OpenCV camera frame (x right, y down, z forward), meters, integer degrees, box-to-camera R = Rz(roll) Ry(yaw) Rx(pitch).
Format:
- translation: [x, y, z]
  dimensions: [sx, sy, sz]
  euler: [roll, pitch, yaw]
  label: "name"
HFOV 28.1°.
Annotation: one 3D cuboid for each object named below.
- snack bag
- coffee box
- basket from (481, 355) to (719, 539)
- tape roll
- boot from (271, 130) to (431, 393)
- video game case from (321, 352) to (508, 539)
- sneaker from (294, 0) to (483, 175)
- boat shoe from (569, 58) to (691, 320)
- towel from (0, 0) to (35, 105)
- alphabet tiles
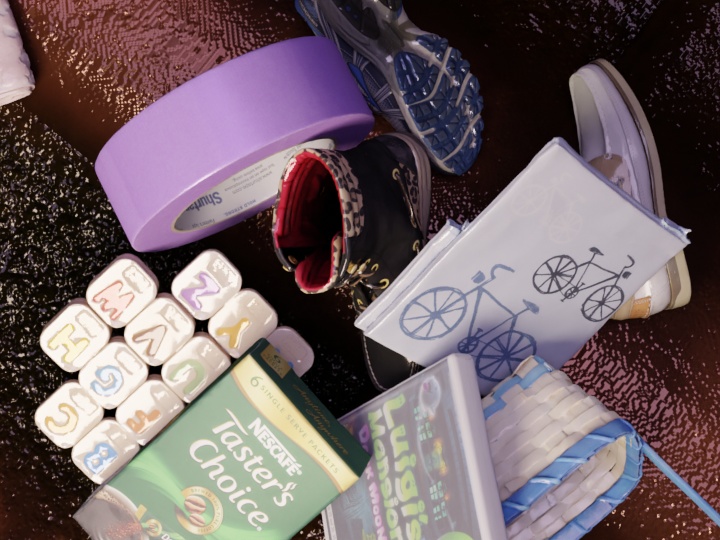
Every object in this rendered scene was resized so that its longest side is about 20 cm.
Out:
- translation: [0.120, 0.006, 1.029]
  dimensions: [0.200, 0.188, 0.022]
  euler: [-46, 44, 17]
  label: "snack bag"
- translation: [-0.103, 0.157, 1.046]
  dimensions: [0.200, 0.044, 0.123]
  euler: [-40, 92, 19]
  label: "coffee box"
- translation: [0.146, 0.176, 1.030]
  dimensions: [0.175, 0.140, 0.201]
  euler: [-34, 55, -4]
  label: "basket"
- translation: [-0.090, -0.089, 1.044]
  dimensions: [0.198, 0.200, 0.066]
  euler: [-29, 83, -4]
  label: "tape roll"
- translation: [0.000, 0.000, 1.044]
  dimensions: [0.072, 0.150, 0.203]
  euler: [4, 96, 27]
  label: "boot"
- translation: [0.034, 0.184, 1.011]
  dimensions: [0.023, 0.181, 0.203]
  euler: [7, 63, -36]
  label: "video game case"
- translation: [0.021, -0.159, 1.124]
  dimensions: [0.077, 0.085, 0.201]
  euler: [-43, 106, -30]
  label: "sneaker"
- translation: [0.192, -0.062, 1.105]
  dimensions: [0.068, 0.075, 0.203]
  euler: [-16, 83, -8]
  label: "boat shoe"
- translation: [-0.377, -0.205, 1.145]
  dimensions: [0.189, 0.032, 0.202]
  euler: [-20, 84, -3]
  label: "towel"
- translation: [-0.139, 0.088, 1.073]
  dimensions: [0.195, 0.015, 0.200]
  euler: [-41, 104, 10]
  label: "alphabet tiles"
